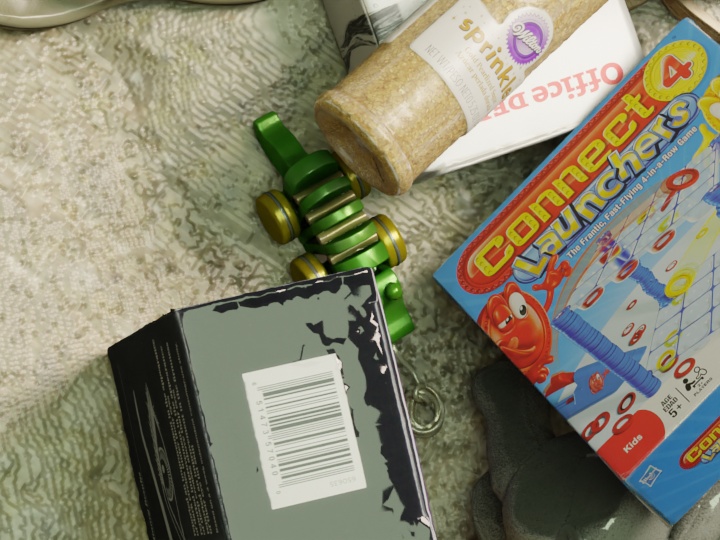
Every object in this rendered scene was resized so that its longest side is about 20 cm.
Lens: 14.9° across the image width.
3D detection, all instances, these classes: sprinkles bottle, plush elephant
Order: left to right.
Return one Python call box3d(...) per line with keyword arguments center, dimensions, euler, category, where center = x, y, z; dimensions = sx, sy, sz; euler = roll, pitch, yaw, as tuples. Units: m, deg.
box3d(center=(0.067, -0.126, 1.434), dimensions=(0.200, 0.068, 0.068), euler=(-43, 95, -15), category="sprinkles bottle")
box3d(center=(0.148, 0.156, 1.475), dimensions=(0.164, 0.155, 0.200), euler=(-10, 44, 22), category="plush elephant")

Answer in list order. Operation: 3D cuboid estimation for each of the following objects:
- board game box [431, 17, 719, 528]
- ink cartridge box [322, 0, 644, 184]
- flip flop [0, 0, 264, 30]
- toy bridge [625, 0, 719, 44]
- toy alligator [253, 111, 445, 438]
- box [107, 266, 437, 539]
box3d(center=(0.165, -0.004, 1.424), dimensions=(0.200, 0.196, 0.056), euler=(-46, 134, 3), category="board game box")
box3d(center=(0.056, -0.160, 1.514), dimensions=(0.146, 0.084, 0.201), euler=(-18, 88, -16), category="ink cartridge box")
box3d(center=(-0.125, -0.174, 1.483), dimensions=(0.199, 0.058, 0.081), euler=(-2, 84, -15), category="flip flop")
box3d(center=(0.210, -0.091, 1.575), dimensions=(0.067, 0.027, 0.200), euler=(-26, 90, -16), category="toy bridge")
box3d(center=(0.000, 0.000, 1.496), dimensions=(0.059, 0.054, 0.200), euler=(-29, 91, -16), category="toy alligator")
box3d(center=(-0.049, 0.088, 1.397), dimensions=(0.104, 0.200, 0.148), euler=(-12, 87, -16), category="box")
